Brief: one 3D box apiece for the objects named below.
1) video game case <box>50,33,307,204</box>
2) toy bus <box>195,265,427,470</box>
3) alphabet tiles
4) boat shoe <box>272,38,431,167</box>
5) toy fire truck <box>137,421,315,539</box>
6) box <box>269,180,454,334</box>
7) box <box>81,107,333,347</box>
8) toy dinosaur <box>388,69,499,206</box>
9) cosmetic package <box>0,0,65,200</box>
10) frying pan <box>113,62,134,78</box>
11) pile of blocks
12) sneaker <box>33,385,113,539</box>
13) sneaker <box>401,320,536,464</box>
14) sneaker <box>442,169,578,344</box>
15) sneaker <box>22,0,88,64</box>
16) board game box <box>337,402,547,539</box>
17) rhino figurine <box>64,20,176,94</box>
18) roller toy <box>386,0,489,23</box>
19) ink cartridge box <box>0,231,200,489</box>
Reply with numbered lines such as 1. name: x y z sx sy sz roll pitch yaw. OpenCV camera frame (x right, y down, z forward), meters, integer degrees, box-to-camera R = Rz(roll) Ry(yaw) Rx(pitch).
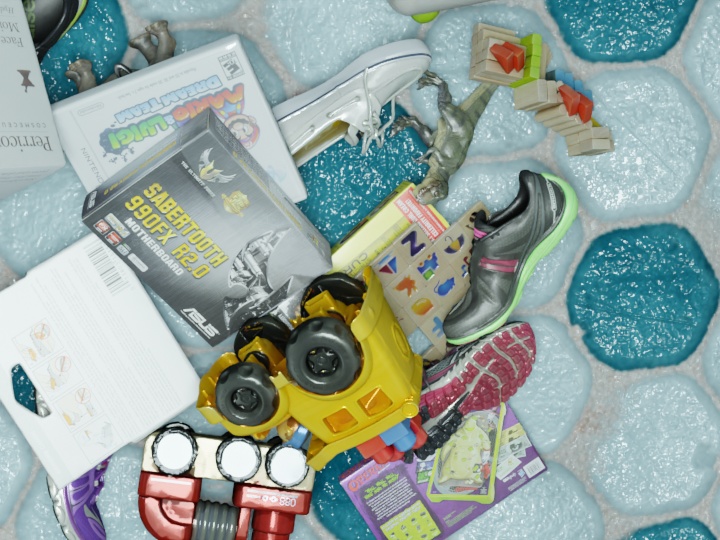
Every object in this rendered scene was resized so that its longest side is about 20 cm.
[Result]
1. video game case: -0.174 -0.113 1.141 0.198 0.024 0.183 -19 124 6
2. toy bus: -0.030 0.123 1.143 0.199 0.136 0.193 -29 109 16
3. alphabet tiles: 0.076 0.026 1.232 0.200 0.008 0.167 -42 123 -2
4. boat shoe: -0.007 -0.153 1.187 0.201 0.075 0.087 -27 70 -1
5. toy fire truck: -0.146 0.266 1.219 0.174 0.129 0.202 8 85 -8
6. box: 0.000 0.000 1.230 0.200 0.050 0.075 -41 100 -2
7. box: -0.146 -0.037 1.154 0.158 0.049 0.200 -31 123 15
8. toy dinosaur: 0.087 -0.156 1.225 0.088 0.048 0.201 29 73 7
9. cosmetic package: -0.397 -0.157 1.056 0.164 0.164 0.202 -21 85 35
10. frying pan: -0.164 -0.126 1.169 0.114 0.031 0.191 -13 126 -2
11. pile of blocks: 0.201 -0.191 1.216 0.199 0.062 0.083 34 72 -20
12. sneaker: -0.280 0.191 1.204 0.083 0.081 0.202 -8 97 -12
13. sneaker: 0.097 0.113 1.236 0.199 0.075 0.081 -33 124 -9
14. sneaker: 0.138 -0.016 1.204 0.083 0.077 0.201 31 95 -16
15. sneaker: -0.340 -0.218 1.143 0.071 0.083 0.201 36 96 -9
16. board game box: 0.089 0.219 1.278 0.199 0.032 0.121 -33 102 -3
17. rhino figurine: -0.262 -0.166 1.175 0.199 0.060 0.088 -27 96 -2
18. roller toy: 0.084 -0.347 1.134 0.138 0.200 0.184 -11 92 -7
19. ink cartridge box: -0.276 0.085 1.170 0.173 0.044 0.201 -33 100 -14
